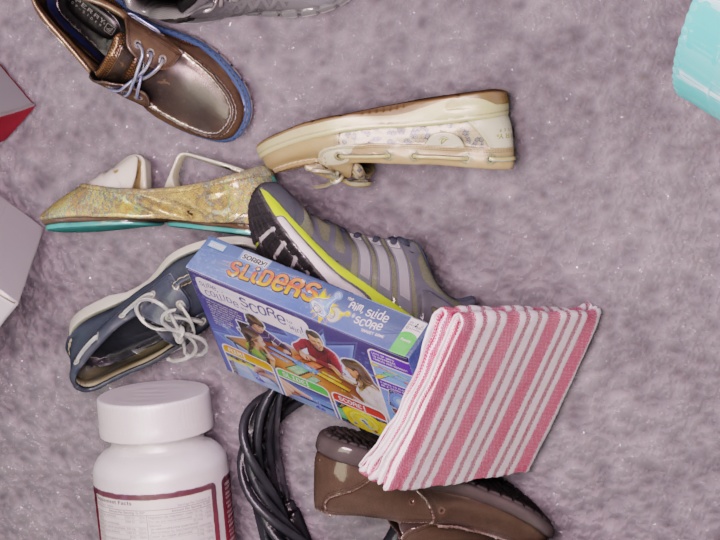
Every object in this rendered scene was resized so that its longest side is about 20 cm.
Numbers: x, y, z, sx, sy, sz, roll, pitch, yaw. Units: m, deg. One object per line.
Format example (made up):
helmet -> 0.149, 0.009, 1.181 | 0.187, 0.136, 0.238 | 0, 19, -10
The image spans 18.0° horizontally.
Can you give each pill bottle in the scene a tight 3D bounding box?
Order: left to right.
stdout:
pill bottle -> -0.155, 0.194, 1.808 | 0.109, 0.110, 0.201 | -1, 100, 21

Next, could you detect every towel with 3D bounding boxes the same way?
towel -> 0.091, 0.087, 1.652 | 0.030, 0.200, 0.147 | 36, 111, 32

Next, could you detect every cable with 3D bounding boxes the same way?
cable -> -0.013, 0.165, 1.780 | 0.163, 0.051, 0.201 | -8, 97, 22

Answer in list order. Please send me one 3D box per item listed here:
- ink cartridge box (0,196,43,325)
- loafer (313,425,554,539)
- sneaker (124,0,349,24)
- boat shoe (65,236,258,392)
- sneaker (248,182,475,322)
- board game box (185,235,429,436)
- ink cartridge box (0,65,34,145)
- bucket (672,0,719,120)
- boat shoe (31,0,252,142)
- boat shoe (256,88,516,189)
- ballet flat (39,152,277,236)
ink cartridge box -> -0.348, 0.041, 1.821 | 0.083, 0.147, 0.200 | 34, 113, -15
loafer -> 0.050, 0.178, 1.716 | 0.199, 0.073, 0.071 | 20, 98, -13
sneaker -> -0.086, -0.216, 1.693 | 0.199, 0.115, 0.075 | -12, 97, 23
boat shoe -> -0.154, 0.036, 1.784 | 0.199, 0.062, 0.075 | -24, 134, 24
sneaker -> 0.000, 0.000, 1.716 | 0.200, 0.081, 0.074 | 42, 154, -5
board game box -> -0.027, 0.058, 1.687 | 0.199, 0.035, 0.136 | 22, 150, 27
ink cartridge box -> -0.397, -0.110, 1.816 | 0.145, 0.145, 0.200 | 48, 114, 5
bucket -> 0.310, -0.165, 1.513 | 0.135, 0.207, 0.208 | 30, 110, 19
boat shoe -> -0.176, -0.161, 1.761 | 0.200, 0.072, 0.072 | 34, 111, 11
boat shoe -> 0.017, -0.091, 1.703 | 0.199, 0.073, 0.063 | -9, 95, 21
ballet flat -> -0.156, -0.060, 1.782 | 0.199, 0.071, 0.071 | 2, 102, 18
